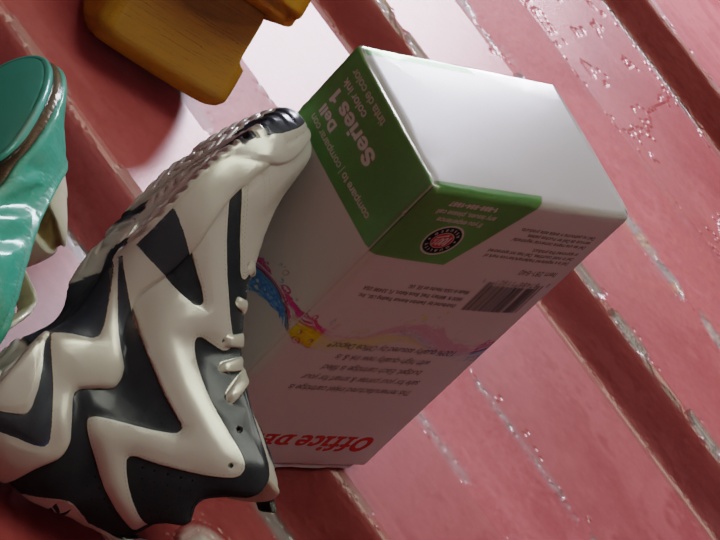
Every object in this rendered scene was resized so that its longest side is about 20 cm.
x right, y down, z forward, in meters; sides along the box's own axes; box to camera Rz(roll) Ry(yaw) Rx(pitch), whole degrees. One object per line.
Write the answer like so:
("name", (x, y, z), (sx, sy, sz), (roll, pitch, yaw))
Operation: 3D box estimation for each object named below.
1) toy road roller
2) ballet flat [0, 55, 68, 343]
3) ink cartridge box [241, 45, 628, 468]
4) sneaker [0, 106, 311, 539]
("toy road roller", (-0.089, -0.174, 1.430), (0.123, 0.147, 0.200), (32, -3, -25))
("ballet flat", (-0.165, -0.018, 1.201), (0.071, 0.067, 0.200), (62, 24, -27))
("ink cartridge box", (0.000, 0.000, 1.246), (0.144, 0.200, 0.084), (6, 48, -49))
("sneaker", (-0.064, 0.037, 1.160), (0.130, 0.079, 0.199), (45, 72, -14))
